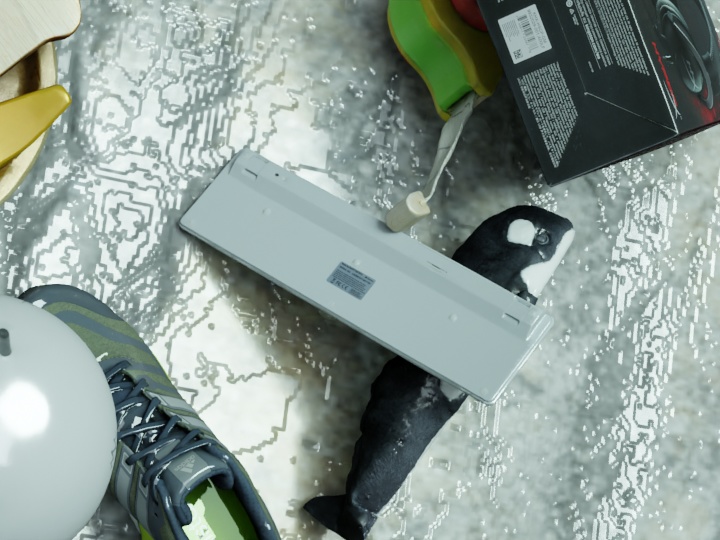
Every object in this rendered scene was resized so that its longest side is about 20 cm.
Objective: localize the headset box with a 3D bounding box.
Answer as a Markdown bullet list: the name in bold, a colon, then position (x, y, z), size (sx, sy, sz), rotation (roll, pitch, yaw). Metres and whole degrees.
- **headset box**: position (0.129, -0.133, 1.112), size (0.200, 0.077, 0.150), rotation (-18, 87, -67)

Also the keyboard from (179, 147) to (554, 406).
- **keyboard**: position (0.000, 0.000, 1.061), size (0.199, 0.011, 0.056), rotation (29, 74, 26)

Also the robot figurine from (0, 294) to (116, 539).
- **robot figurine**: position (-0.180, 0.076, 0.939), size (0.125, 0.200, 0.151), rotation (-39, 96, -21)

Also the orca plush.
- **orca plush**: position (0.027, 0.039, 1.089), size (0.071, 0.105, 0.201), rotation (36, 92, 0)

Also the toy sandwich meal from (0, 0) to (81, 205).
- **toy sandwich meal**: position (-0.226, -0.107, 1.022), size (0.204, 0.070, 0.207), rotation (4, 80, -20)

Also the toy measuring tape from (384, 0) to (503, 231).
- **toy measuring tape**: position (0.036, -0.109, 1.107), size (0.073, 0.074, 0.201), rotation (36, 50, -12)

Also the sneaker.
- **sneaker**: position (-0.097, 0.086, 1.033), size (0.074, 0.081, 0.200), rotation (-42, 97, -22)
